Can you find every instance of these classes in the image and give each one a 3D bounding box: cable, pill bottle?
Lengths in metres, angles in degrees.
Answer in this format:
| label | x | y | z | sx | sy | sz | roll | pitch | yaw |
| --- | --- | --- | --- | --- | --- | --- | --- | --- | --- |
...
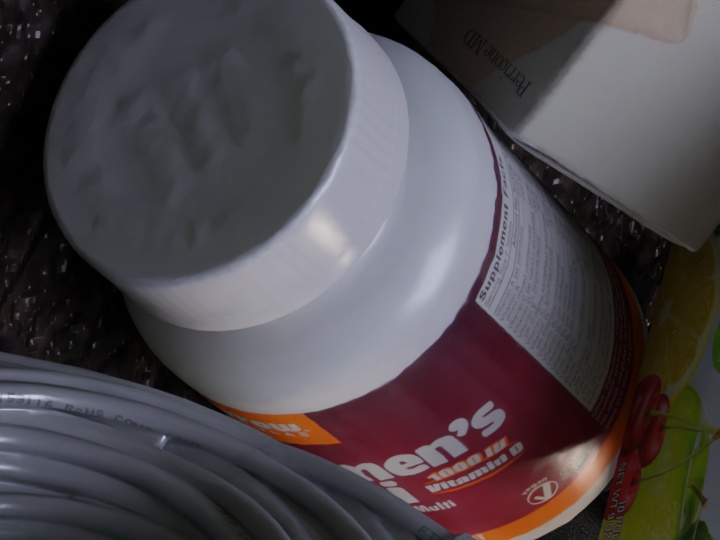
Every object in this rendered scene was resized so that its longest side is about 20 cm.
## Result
| label | x | y | z | sx | sy | sz | roll | pitch | yaw |
| --- | --- | --- | --- | --- | --- | --- | --- | --- | --- |
| cable | -0.072 | 0.079 | 0.627 | 0.200 | 0.200 | 0.069 | -3 | 116 | -47 |
| pill bottle | 0.000 | 0.000 | 0.787 | 0.200 | 0.109 | 0.110 | 42 | 68 | -56 |

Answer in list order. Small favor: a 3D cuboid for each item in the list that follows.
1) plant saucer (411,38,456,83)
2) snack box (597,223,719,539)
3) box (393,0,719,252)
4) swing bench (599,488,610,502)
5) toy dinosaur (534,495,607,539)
| label | x | y | z | sx | sy | sz | roll | pitch | yaw |
| --- | --- | --- | --- | --- | --- | --- | --- | --- | --- |
| plant saucer | 0.107 | -0.159 | 0.853 | 0.199 | 0.048 | 0.200 | -17 | 124 | -16 |
| snack box | 0.143 | -0.002 | 0.788 | 0.053 | 0.142 | 0.200 | 26 | 66 | -24 |
| box | 0.109 | -0.116 | 0.791 | 0.078 | 0.095 | 0.200 | 30 | 100 | -34 |
| swing bench | 0.184 | 0.095 | 1.039 | 0.199 | 0.130 | 0.200 | -37 | 137 | -6 |
| toy dinosaur | 0.054 | 0.103 | 0.899 | 0.102 | 0.200 | 0.077 | -45 | 145 | 24 |
